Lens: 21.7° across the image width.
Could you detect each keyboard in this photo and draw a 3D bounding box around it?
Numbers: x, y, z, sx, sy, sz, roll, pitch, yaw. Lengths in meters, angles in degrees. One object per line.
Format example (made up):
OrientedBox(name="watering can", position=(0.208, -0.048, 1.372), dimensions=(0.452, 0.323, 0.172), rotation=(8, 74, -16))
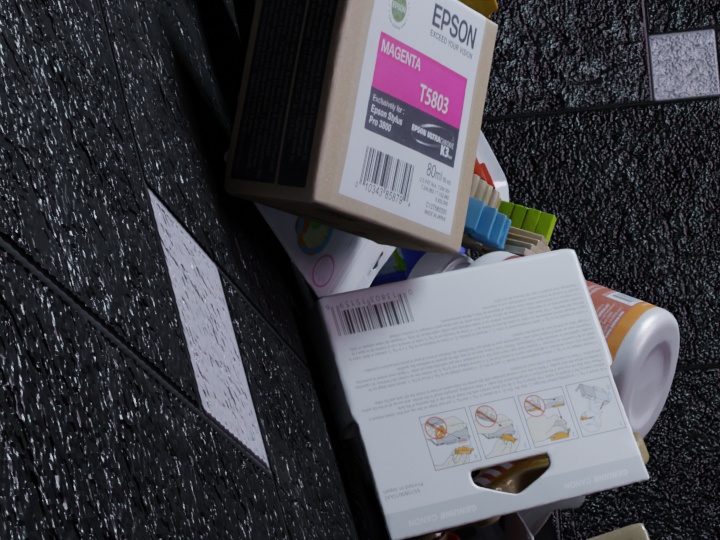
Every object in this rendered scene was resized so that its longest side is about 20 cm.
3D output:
OrientedBox(name="keyboard", position=(0.108, 0.196, 1.413), dimensions=(0.200, 0.011, 0.057), rotation=(-125, -141, -77))

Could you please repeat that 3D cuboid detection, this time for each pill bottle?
OrientedBox(name="pill bottle", position=(0.130, 0.053, 1.419), dimensions=(0.112, 0.199, 0.113), rotation=(-38, 138, -44))

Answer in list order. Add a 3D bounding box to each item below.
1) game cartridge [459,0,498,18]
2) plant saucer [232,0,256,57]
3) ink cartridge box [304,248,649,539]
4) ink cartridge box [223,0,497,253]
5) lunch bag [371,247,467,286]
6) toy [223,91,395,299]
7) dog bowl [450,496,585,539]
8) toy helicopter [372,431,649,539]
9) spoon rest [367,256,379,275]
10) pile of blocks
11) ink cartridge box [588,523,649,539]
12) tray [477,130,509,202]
OrientedBox(name="game cartridge", position=(0.021, -0.212, 1.635), dimensions=(0.176, 0.198, 0.033), rotation=(31, 38, -79))
OrientedBox(name="plant saucer", position=(-0.060, -0.162, 1.370), dimensions=(0.200, 0.036, 0.202), rotation=(164, -90, -80))
OrientedBox(name="ink cartridge box", position=(0.080, 0.086, 1.285), dimensions=(0.044, 0.198, 0.175), rotation=(124, -48, -64))
OrientedBox(name="ink cartridge box", position=(0.005, -0.109, 1.221), dimensions=(0.199, 0.075, 0.167), rotation=(16, 84, -58))
OrientedBox(name="lunch bag", position=(0.018, -0.079, 1.558), dimensions=(0.200, 0.126, 0.172), rotation=(-145, -144, -85))
OrientedBox(name="toy", position=(-0.035, -0.062, 1.287), dimensions=(0.116, 0.047, 0.201), rotation=(-57, 145, -22))
OrientedBox(name="dog bowl", position=(0.127, 0.162, 1.591), dimensions=(0.058, 0.201, 0.201), rotation=(23, 26, -17))
OrientedBox(name="toy helicopter", position=(0.113, 0.148, 1.354), dimensions=(0.080, 0.198, 0.132), rotation=(71, 22, -10))
OrientedBox(name="spoon rest", position=(0.000, 0.000, 1.406), dimensions=(0.099, 0.060, 0.202), rotation=(-28, -103, 63))
OrientedBox(name="pile of blocks", position=(0.103, -0.049, 1.462), dimensions=(0.199, 0.082, 0.063), rotation=(28, 78, -47))
OrientedBox(name="ink cartridge box", position=(0.201, 0.343, 1.632), dimensions=(0.075, 0.163, 0.202), rotation=(64, 9, -70))
OrientedBox(name="tray", position=(0.078, -0.100, 1.538), dimensions=(0.108, 0.022, 0.201), rotation=(-89, 155, -45))
